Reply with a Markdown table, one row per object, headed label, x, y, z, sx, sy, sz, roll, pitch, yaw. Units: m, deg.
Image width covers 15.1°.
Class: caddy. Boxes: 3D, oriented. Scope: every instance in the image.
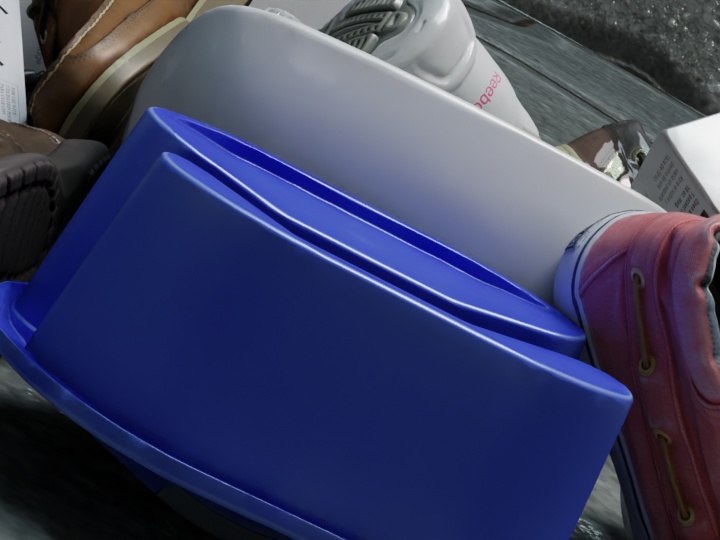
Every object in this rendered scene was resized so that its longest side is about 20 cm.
| label | x | y | z | sx | sy | sz | roll | pitch | yaw |
| --- | --- | --- | --- | --- | --- | --- | --- | --- | --- |
| caddy | -0.016 | 0.038 | 0.820 | 0.200 | 0.105 | 0.141 | 27 | 11 | -13 |

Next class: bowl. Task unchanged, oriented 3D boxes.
| label | x | y | z | sx | sy | sz | roll | pitch | yaw |
| --- | --- | --- | --- | --- | --- | --- | --- | --- | --- |
| bowl | 0.000 | 0.000 | 0.970 | 0.200 | 0.075 | 0.200 | 28 | -21 | -6 |

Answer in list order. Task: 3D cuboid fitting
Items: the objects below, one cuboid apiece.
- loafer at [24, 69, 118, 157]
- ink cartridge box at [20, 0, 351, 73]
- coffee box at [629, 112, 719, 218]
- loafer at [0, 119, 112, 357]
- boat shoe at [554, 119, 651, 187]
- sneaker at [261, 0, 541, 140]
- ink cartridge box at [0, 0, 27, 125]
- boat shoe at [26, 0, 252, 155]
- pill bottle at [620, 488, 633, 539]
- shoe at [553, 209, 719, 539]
| label | x | y | z | sx | sy | sz | roll | pitch | yaw |
| --- | --- | --- | --- | --- | --- | --- | --- | --- | --- |
| loafer | -0.111 | -0.058 | 1.134 | 0.200 | 0.063 | 0.072 | 20 | 13 | -37 |
| ink cartridge box | -0.088 | -0.115 | 1.243 | 0.199 | 0.084 | 0.145 | 6 | 15 | -8 |
| coffee box | 0.189 | 0.035 | 0.959 | 0.114 | 0.080 | 0.200 | -17 | 62 | -25 |
| loafer | -0.137 | -0.014 | 0.894 | 0.071 | 0.073 | 0.200 | 18 | 6 | 3 |
| boat shoe | 0.153 | 0.017 | 1.245 | 0.201 | 0.066 | 0.072 | 58 | -3 | 14 |
| sneaker | -0.008 | -0.049 | 1.047 | 0.099 | 0.078 | 0.200 | 47 | -24 | -23 |
| ink cartridge box | -0.184 | -0.111 | 1.058 | 0.094 | 0.044 | 0.200 | 18 | 36 | -24 |
| boat shoe | -0.102 | -0.094 | 1.071 | 0.068 | 0.072 | 0.200 | 40 | 17 | -2 |
| pill bottle | 0.212 | 0.099 | 1.077 | 0.200 | 0.112 | 0.111 | 23 | 12 | -27 |
| shoe | 0.131 | 0.073 | 0.861 | 0.200 | 0.071 | 0.091 | 66 | -21 | -8 |
